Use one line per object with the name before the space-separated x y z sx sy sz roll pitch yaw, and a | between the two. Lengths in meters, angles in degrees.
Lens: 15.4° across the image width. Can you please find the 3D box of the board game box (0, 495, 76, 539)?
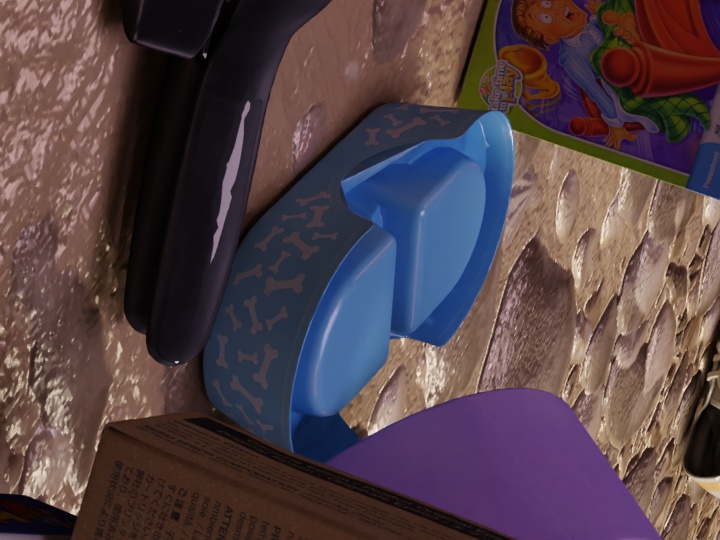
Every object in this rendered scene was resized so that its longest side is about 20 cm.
board game box | -0.156 0.138 0.844 0.200 0.045 0.135 17 93 -69

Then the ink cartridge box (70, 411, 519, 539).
ink cartridge box | -0.028 0.166 0.870 0.075 0.165 0.200 -1 110 -67

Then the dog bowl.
dog bowl | 0.000 0.000 1.118 0.200 0.050 0.112 -45 148 -46

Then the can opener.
can opener | -0.054 -0.062 0.939 0.063 0.079 0.200 -111 -151 -59

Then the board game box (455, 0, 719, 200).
board game box | 0.137 -0.146 1.205 0.045 0.134 0.200 -4 112 -67

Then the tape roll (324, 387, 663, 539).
tape roll | 0.030 0.146 1.140 0.200 0.085 0.200 -25 151 -15

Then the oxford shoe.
oxford shoe | 0.266 0.064 1.807 0.058 0.075 0.200 10 100 -32
